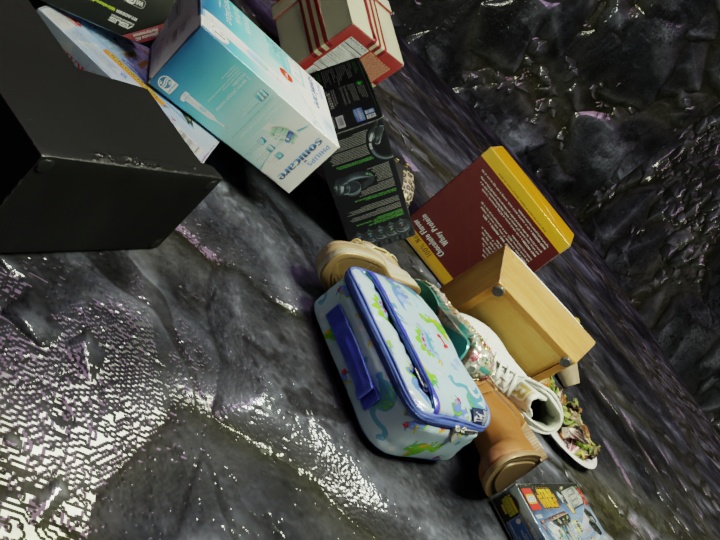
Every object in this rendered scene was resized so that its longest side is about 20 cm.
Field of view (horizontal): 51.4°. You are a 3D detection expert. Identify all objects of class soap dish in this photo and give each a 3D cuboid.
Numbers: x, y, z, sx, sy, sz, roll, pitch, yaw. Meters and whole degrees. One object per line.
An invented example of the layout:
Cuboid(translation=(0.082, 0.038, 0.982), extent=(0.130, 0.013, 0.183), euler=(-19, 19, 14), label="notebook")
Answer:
Cuboid(translation=(0.210, 0.081, 1.071), extent=(0.200, 0.157, 0.081), euler=(45, 37, -13), label="soap dish")

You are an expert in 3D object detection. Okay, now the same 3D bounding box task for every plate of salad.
Cuboid(translation=(0.322, 0.222, 1.198), extent=(0.200, 0.048, 0.201), euler=(43, 21, -20), label="plate of salad")

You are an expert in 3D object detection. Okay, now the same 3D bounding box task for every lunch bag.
Cuboid(translation=(0.041, 0.097, 0.784), extent=(0.160, 0.082, 0.201), euler=(23, 32, -46), label="lunch bag")

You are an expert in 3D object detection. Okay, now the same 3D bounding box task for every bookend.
Cuboid(translation=(-0.237, -0.119, 0.557), extent=(0.201, 0.092, 0.198), euler=(53, 19, 11), label="bookend")

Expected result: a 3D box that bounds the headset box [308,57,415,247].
Cuboid(translation=(-0.004, -0.146, 0.998), extent=(0.175, 0.092, 0.201), euler=(-105, 177, -50), label="headset box")

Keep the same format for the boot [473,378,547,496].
Cuboid(translation=(0.137, 0.173, 0.868), extent=(0.155, 0.074, 0.200), euler=(53, 10, 20), label="boot")

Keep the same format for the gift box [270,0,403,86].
Cuboid(translation=(-0.058, -0.429, 1.352), extent=(0.184, 0.199, 0.188), euler=(28, 45, -53), label="gift box")

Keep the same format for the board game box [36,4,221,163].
Cuboid(translation=(-0.227, -0.200, 0.789), extent=(0.200, 0.041, 0.200), euler=(45, 21, -16), label="board game box")

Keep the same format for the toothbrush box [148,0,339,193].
Cuboid(translation=(-0.127, -0.204, 0.826), extent=(0.200, 0.085, 0.147), euler=(39, 23, -34), label="toothbrush box")

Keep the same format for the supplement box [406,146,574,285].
Cuboid(translation=(0.208, -0.065, 1.236), extent=(0.198, 0.200, 0.133), euler=(51, 21, 4), label="supplement box")

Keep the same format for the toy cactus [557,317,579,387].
Cuboid(translation=(0.361, 0.136, 1.403), extent=(0.200, 0.102, 0.166), euler=(7, 65, -65), label="toy cactus")

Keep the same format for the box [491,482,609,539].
Cuboid(translation=(0.239, 0.318, 0.870), extent=(0.199, 0.040, 0.138), euler=(22, 36, -52), label="box")

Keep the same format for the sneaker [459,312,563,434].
Cuboid(translation=(0.190, 0.136, 0.985), extent=(0.200, 0.074, 0.115), euler=(43, -6, -20), label="sneaker")

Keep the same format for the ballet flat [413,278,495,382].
Cuboid(translation=(0.104, 0.079, 0.926), extent=(0.064, 0.076, 0.200), euler=(34, 12, -29), label="ballet flat")

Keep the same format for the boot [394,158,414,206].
Cuboid(translation=(0.014, -0.195, 1.239), extent=(0.150, 0.073, 0.201), euler=(32, 30, -37), label="boot")

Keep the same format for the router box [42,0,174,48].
Cuboid(translation=(-0.283, -0.319, 0.748), extent=(0.149, 0.062, 0.201), euler=(17, 30, -40), label="router box")

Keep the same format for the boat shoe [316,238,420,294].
Cuboid(translation=(0.000, 0.000, 0.887), extent=(0.069, 0.074, 0.200), euler=(55, 13, 28), label="boat shoe")
